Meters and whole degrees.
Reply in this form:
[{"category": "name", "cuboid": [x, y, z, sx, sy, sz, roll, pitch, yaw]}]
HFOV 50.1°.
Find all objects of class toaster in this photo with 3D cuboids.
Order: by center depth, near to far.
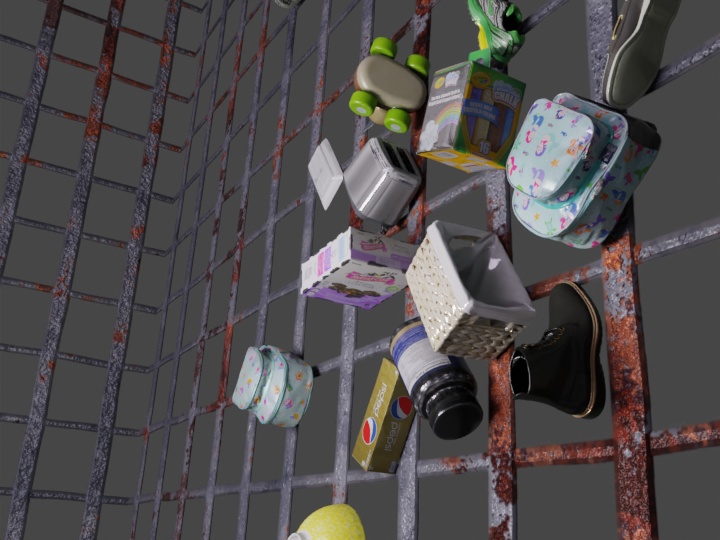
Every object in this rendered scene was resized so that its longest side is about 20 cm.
[{"category": "toaster", "cuboid": [0.046, -0.183, 1.593, 0.129, 0.114, 0.200, -55, 32, 29]}]

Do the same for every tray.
[{"category": "tray", "cuboid": [-0.096, -0.252, 1.980, 0.107, 0.022, 0.200, -60, 32, 28]}]

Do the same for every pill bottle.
[{"category": "pill bottle", "cuboid": [0.126, 0.177, 1.277, 0.112, 0.112, 0.200, -60, 32, 27]}]

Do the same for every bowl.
[{"category": "bowl", "cuboid": [-0.084, 0.552, 1.490, 0.200, 0.108, 0.200, -36, 47, 51]}]

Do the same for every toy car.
[{"category": "toy car", "cuboid": [0.041, -0.374, 1.673, 0.164, 0.158, 0.200, -70, 14, -16]}]

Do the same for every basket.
[{"category": "basket", "cuboid": [0.170, 0.035, 1.245, 0.123, 0.135, 0.200, -60, 32, 35]}]

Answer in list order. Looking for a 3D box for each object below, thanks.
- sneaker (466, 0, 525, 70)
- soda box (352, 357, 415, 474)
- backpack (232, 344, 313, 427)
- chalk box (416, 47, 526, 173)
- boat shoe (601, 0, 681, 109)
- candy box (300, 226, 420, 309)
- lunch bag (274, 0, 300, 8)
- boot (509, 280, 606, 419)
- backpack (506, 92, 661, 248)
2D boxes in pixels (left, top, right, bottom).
[{"category": "sneaker", "cuboid": [0.255, -0.464, 1.399, 0.085, 0.078, 0.200, -35, 57, 42]}, {"category": "soda box", "cuboid": [0.053, 0.267, 1.420, 0.068, 0.064, 0.200, 30, 103, 61]}, {"category": "backpack", "cuboid": [-0.201, 0.271, 1.796, 0.200, 0.153, 0.176, 18, 88, 55]}, {"category": "chalk box", "cuboid": [0.198, -0.287, 1.354, 0.124, 0.124, 0.200, 8, 83, 63]}, {"category": "boat shoe", "cuboid": [0.387, -0.321, 1.085, 0.201, 0.072, 0.061, -67, 24, 2]}, {"category": "candy box", "cuboid": [0.000, 0.000, 1.531, 0.200, 0.168, 0.072, -35, 48, 51]}, {"category": "lunch bag", "cuboid": [-0.238, -0.924, 2.430, 0.168, 0.139, 0.200, -64, 29, 19]}, {"category": "boot", "cuboid": [0.257, 0.093, 1.049, 0.077, 0.138, 0.200, -44, 40, 45]}, {"category": "backpack", "cuboid": [0.298, -0.137, 1.086, 0.178, 0.150, 0.200, 51, 126, 55]}]
